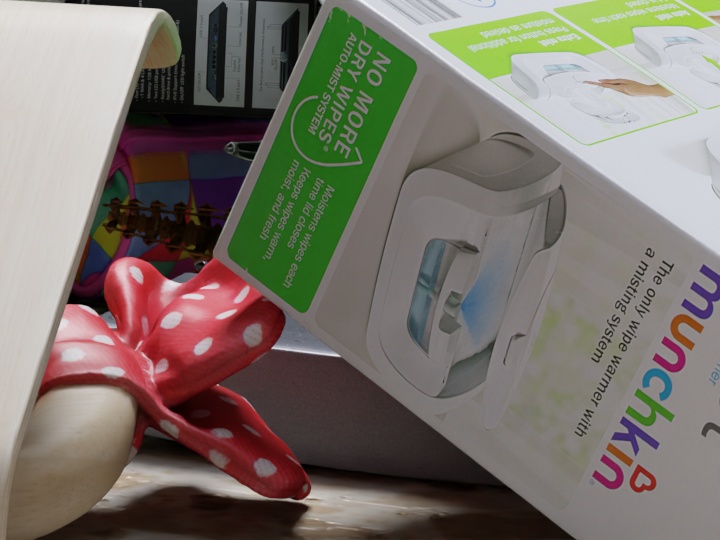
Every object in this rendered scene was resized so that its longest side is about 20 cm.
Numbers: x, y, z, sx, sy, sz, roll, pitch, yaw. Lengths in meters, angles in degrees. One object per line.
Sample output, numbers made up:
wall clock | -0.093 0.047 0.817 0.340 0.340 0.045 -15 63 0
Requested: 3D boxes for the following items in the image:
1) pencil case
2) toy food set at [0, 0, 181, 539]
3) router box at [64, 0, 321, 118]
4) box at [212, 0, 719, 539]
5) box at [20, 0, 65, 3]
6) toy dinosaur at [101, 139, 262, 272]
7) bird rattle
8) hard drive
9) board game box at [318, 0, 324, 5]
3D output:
pencil case | -0.038 -0.034 1.203 0.200 0.088 0.088 -6 12 -35
toy food set | -0.135 0.003 0.720 0.143 0.060 0.200 5 47 9
router box | -0.086 -0.098 1.175 0.157 0.052 0.200 3 8 4
box | 0.095 -0.010 0.799 0.176 0.097 0.200 37 28 23
box | -0.196 -0.105 0.969 0.171 0.199 0.200 16 -16 -1
toy dinosaur | 0.000 0.000 1.076 0.200 0.102 0.136 -12 -13 13
bird rattle | -0.115 0.036 0.787 0.200 0.113 0.163 24 30 11
hard drive | 0.023 0.035 0.914 0.200 0.042 0.135 6 8 10
board game box | 0.078 -0.074 1.065 0.200 0.064 0.148 30 17 -34
